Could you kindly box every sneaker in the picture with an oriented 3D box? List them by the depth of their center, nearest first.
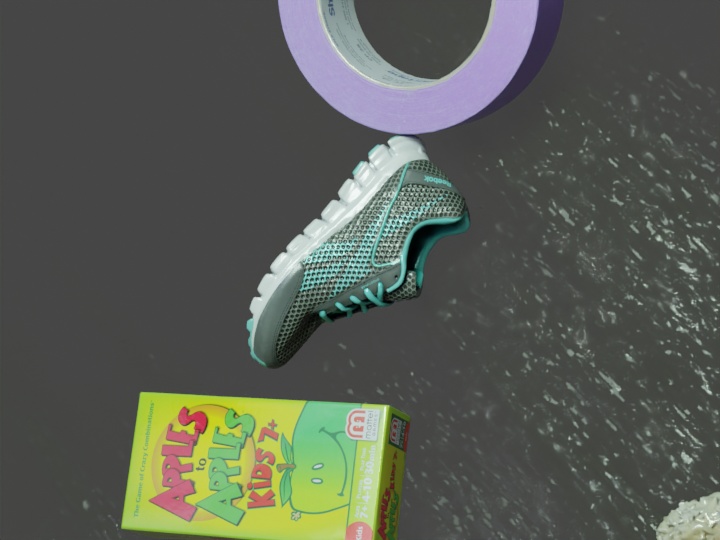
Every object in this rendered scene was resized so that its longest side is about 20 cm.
[{"bbox_3d":[0.000,0.000,1.329,0.091,0.078,0.200,41,95,22],"label":"sneaker"}]

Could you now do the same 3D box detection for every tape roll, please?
[{"bbox_3d":[0.043,-0.201,1.328,0.199,0.066,0.202,5,102,22],"label":"tape roll"}]

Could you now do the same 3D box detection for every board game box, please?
[{"bbox_3d":[-0.069,0.146,1.329,0.199,0.048,0.102,1,76,23],"label":"board game box"}]

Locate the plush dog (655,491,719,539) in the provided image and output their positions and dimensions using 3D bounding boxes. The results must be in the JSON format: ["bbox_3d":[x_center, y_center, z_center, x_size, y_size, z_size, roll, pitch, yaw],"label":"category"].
[{"bbox_3d":[0.176,0.238,1.131,0.199,0.172,0.161,-32,66,10],"label":"plush dog"}]
